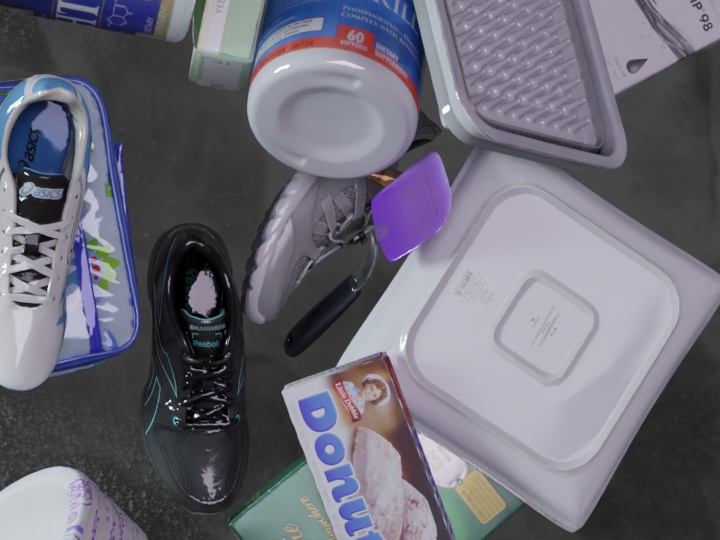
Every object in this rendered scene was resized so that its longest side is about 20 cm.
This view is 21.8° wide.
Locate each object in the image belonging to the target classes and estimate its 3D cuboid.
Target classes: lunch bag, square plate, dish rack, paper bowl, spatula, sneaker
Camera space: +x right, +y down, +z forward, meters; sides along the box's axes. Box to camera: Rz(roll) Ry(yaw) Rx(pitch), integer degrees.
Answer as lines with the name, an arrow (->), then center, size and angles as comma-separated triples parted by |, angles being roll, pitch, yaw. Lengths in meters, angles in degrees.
lunch bag -> -0.231, -0.027, 1.246 | 0.160, 0.082, 0.201 | -8, 88, -14
square plate -> 0.116, 0.039, 1.228 | 0.198, 0.028, 0.201 | 33, 85, -7
dish rack -> 0.091, -0.158, 1.220 | 0.171, 0.043, 0.201 | 9, 61, -45
paper bowl -> -0.212, 0.230, 1.168 | 0.201, 0.200, 0.104 | -47, 114, -11
spatula -> 0.000, 0.000, 1.246 | 0.020, 0.200, 0.057 | 7, 50, -32
sneaker -> -0.014, -0.044, 1.289 | 0.082, 0.075, 0.201 | 32, 80, -5
sneaker -> -0.210, -0.025, 1.173 | 0.071, 0.072, 0.201 | 6, 87, -15
sneaker -> -0.113, 0.067, 1.261 | 0.075, 0.079, 0.201 | -6, 88, -11

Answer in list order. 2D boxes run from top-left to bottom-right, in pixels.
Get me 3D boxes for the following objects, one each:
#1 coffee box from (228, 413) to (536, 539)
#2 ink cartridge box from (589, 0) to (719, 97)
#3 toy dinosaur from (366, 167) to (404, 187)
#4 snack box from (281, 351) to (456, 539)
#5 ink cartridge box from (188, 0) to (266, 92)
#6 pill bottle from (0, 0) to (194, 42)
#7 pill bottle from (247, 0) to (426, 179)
coffee box -> 0.022, 0.151, 1.255 | 0.200, 0.044, 0.123 | -40, 95, -3
ink cartridge box -> 0.206, -0.202, 1.348 | 0.199, 0.067, 0.116 | -28, 90, -11
toy dinosaur -> 0.062, -0.027, 1.253 | 0.106, 0.060, 0.200 | -39, 98, -17
snack box -> 0.017, 0.157, 1.209 | 0.072, 0.024, 0.201 | -19, 98, 9
ink cartridge box -> -0.078, -0.209, 1.228 | 0.048, 0.200, 0.146 | 12, 83, -7
pill bottle -> -0.205, -0.228, 1.247 | 0.199, 0.120, 0.120 | 10, 84, -9
pill bottle -> -0.008, -0.168, 1.242 | 0.112, 0.112, 0.201 | 15, 51, -9
